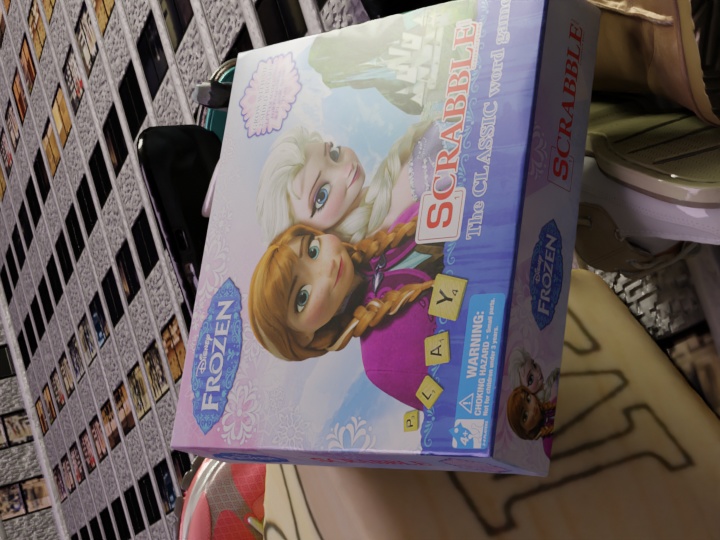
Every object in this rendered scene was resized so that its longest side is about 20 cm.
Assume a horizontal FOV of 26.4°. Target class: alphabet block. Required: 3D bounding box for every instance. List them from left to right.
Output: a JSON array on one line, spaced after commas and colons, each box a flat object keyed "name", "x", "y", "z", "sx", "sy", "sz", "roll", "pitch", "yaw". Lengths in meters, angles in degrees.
[{"name": "alphabet block", "x": 0.073, "y": 0.149, "z": 0.769, "sx": 0.201, "sy": 0.194, "sz": 0.197, "roll": -124, "pitch": 30, "yaw": -42}]

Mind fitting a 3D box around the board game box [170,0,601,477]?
[{"name": "board game box", "x": 0.006, "y": -0.014, "z": 0.684, "sx": 0.198, "sy": 0.041, "sz": 0.203, "roll": -6, "pitch": 70, "yaw": 44}]

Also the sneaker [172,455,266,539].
[{"name": "sneaker", "x": -0.035, "y": 0.110, "z": 0.872, "sx": 0.086, "sy": 0.202, "sz": 0.074, "roll": 11, "pitch": 155, "yaw": 40}]

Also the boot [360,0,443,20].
[{"name": "boot", "x": -0.011, "y": -0.202, "z": 0.928, "sx": 0.201, "sy": 0.076, "sz": 0.169, "roll": 113, "pitch": 143, "yaw": -48}]

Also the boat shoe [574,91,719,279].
[{"name": "boat shoe", "x": 0.130, "y": -0.035, "z": 0.690, "sx": 0.200, "sy": 0.074, "sz": 0.069, "roll": -137, "pitch": 35, "yaw": -70}]

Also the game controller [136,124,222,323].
[{"name": "game controller", "x": -0.088, "y": 0.006, "z": 0.947, "sx": 0.104, "sy": 0.042, "sz": 0.202, "roll": -23, "pitch": -86, "yaw": -68}]

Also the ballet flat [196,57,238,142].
[{"name": "ballet flat", "x": -0.080, "y": -0.049, "z": 1.079, "sx": 0.064, "sy": 0.067, "sz": 0.202, "roll": -145, "pitch": 44, "yaw": -69}]

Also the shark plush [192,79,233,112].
[{"name": "shark plush", "x": -0.013, "y": -0.080, "z": 0.886, "sx": 0.083, "sy": 0.199, "sz": 0.092, "roll": -34, "pitch": 80, "yaw": 34}]

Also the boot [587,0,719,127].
[{"name": "boot", "x": 0.106, "y": -0.154, "z": 0.680, "sx": 0.200, "sy": 0.065, "sz": 0.177, "roll": -146, "pitch": 47, "yaw": -62}]

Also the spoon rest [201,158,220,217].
[{"name": "spoon rest", "x": 0.007, "y": -0.017, "z": 0.909, "sx": 0.100, "sy": 0.198, "sz": 0.061, "roll": -66, "pitch": -6, "yaw": 28}]
